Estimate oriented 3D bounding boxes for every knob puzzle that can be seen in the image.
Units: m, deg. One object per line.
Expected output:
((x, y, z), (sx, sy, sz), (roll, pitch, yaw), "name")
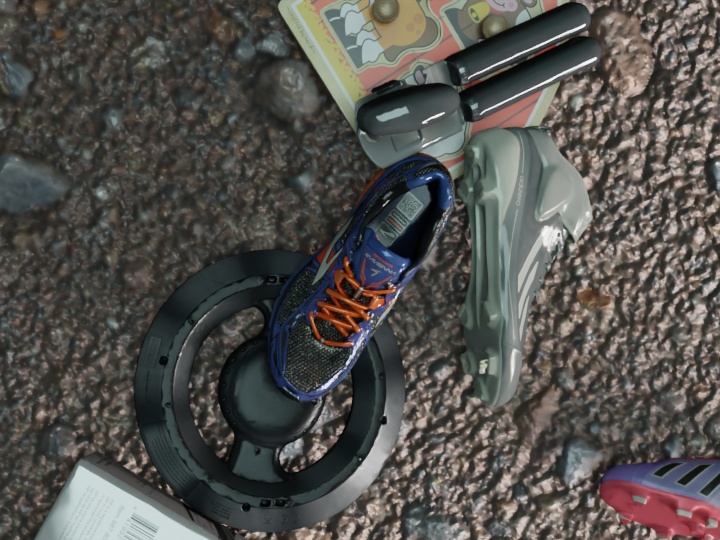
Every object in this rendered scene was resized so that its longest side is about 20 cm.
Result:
((0.068, -0.172, 1.082), (0.216, 0.030, 0.223), (0, 92, -6), "knob puzzle")

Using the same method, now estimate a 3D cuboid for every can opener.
((0.085, -0.128, 1.043), (0.198, 0.066, 0.053), (-27, 111, -18), "can opener")

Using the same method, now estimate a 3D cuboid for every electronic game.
((-0.064, 0.086, 1.073), (0.197, 0.042, 0.203), (1, 87, -12), "electronic game")

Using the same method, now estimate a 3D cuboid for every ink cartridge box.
((-0.141, 0.240, 1.041), (0.198, 0.084, 0.146), (30, 87, -1), "ink cartridge box")

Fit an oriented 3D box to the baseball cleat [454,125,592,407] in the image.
((0.122, -0.003, 1.077), (0.105, 0.070, 0.203), (-6, 103, -22), "baseball cleat")

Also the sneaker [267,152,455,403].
((0.000, 0.000, 1.029), (0.075, 0.078, 0.201), (32, 83, -8), "sneaker")

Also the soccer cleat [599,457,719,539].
((0.275, 0.165, 1.112), (0.197, 0.067, 0.077), (11, 60, -1), "soccer cleat")
